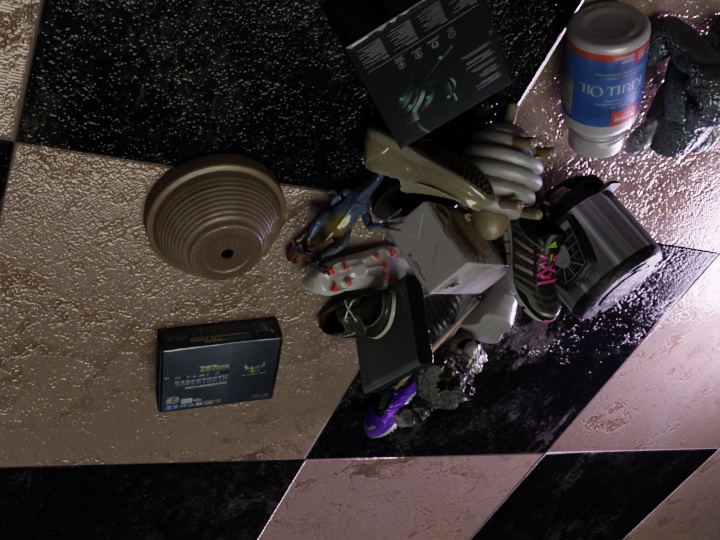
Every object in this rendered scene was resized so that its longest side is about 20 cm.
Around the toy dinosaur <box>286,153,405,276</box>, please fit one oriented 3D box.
[{"bbox_3d":[-0.032,-0.095,1.217,0.105,0.199,0.182,42,73,-33],"label":"toy dinosaur"}]

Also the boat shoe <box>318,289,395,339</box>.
[{"bbox_3d":[-0.004,0.073,1.334,0.067,0.073,0.200,9,164,-25],"label":"boat shoe"}]

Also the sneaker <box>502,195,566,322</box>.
[{"bbox_3d":[0.268,-0.023,1.253,0.073,0.202,0.087,-7,171,-34],"label":"sneaker"}]

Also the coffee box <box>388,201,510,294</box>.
[{"bbox_3d":[0.142,-0.031,1.262,0.080,0.115,0.199,-40,161,23],"label":"coffee box"}]

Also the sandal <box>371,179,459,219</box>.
[{"bbox_3d":[0.115,-0.112,1.267,0.199,0.048,0.076,-14,138,-13],"label":"sandal"}]

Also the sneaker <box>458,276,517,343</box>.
[{"bbox_3d":[0.241,0.058,1.485,0.073,0.116,0.200,26,162,-5],"label":"sneaker"}]

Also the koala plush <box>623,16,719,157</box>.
[{"bbox_3d":[0.484,-0.242,1.232,0.176,0.185,0.201,-6,148,-19],"label":"koala plush"}]

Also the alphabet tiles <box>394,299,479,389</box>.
[{"bbox_3d":[0.127,0.126,1.401,0.166,0.006,0.200,-42,170,-23],"label":"alphabet tiles"}]

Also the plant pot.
[{"bbox_3d":[-0.192,-0.053,1.151,0.199,0.093,0.202,-14,139,-12],"label":"plant pot"}]

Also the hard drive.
[{"bbox_3d":[0.049,0.106,1.338,0.033,0.141,0.200,1,160,-26],"label":"hard drive"}]

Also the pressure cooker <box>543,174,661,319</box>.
[{"bbox_3d":[0.356,-0.044,1.346,0.175,0.201,0.179,-32,159,-8],"label":"pressure cooker"}]

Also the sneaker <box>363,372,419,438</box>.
[{"bbox_3d":[0.053,0.230,1.585,0.099,0.070,0.200,25,112,-38],"label":"sneaker"}]

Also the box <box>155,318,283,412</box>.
[{"bbox_3d":[-0.235,0.157,1.380,0.198,0.051,0.159,-5,134,-21],"label":"box"}]

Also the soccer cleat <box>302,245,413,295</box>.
[{"bbox_3d":[0.000,0.000,1.327,0.199,0.077,0.070,-10,95,-36],"label":"soccer cleat"}]

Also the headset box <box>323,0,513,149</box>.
[{"bbox_3d":[0.079,-0.275,1.046,0.173,0.093,0.200,-31,139,7],"label":"headset box"}]

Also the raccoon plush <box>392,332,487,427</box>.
[{"bbox_3d":[0.142,0.190,1.527,0.199,0.134,0.097,-29,98,31],"label":"raccoon plush"}]

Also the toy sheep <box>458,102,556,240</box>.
[{"bbox_3d":[0.205,-0.143,1.208,0.137,0.137,0.202,19,85,-39],"label":"toy sheep"}]

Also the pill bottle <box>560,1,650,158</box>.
[{"bbox_3d":[0.339,-0.260,1.172,0.111,0.113,0.201,-19,139,-6],"label":"pill bottle"}]

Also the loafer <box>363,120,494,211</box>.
[{"bbox_3d":[0.090,-0.134,1.147,0.199,0.076,0.069,30,120,4],"label":"loafer"}]

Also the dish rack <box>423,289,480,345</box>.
[{"bbox_3d":[0.122,0.061,1.439,0.171,0.044,0.201,-6,137,-38],"label":"dish rack"}]
